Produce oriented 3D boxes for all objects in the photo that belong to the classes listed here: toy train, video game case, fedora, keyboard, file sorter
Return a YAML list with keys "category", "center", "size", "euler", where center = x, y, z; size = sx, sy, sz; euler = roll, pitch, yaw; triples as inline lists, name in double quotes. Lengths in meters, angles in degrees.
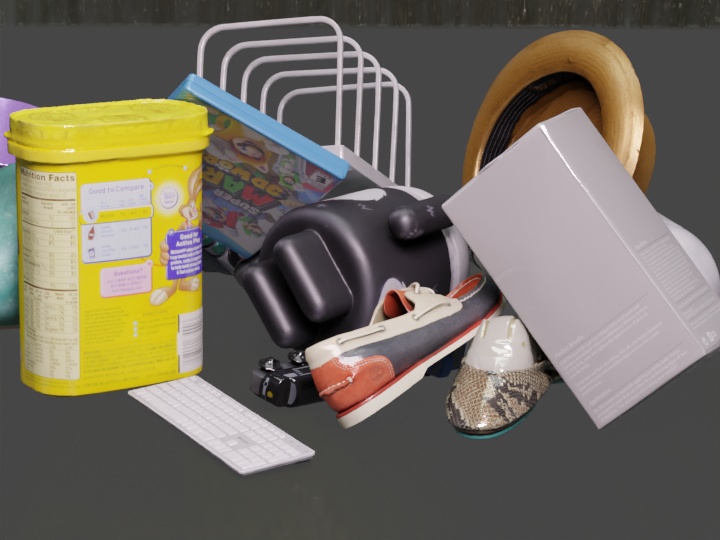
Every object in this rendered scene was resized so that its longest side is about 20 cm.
- category: "toy train"
  center: [0.007, 0.070, 1.616]
  size: [0.199, 0.034, 0.046]
  euler: [-11, 30, -39]
- category: "video game case"
  center: [-0.110, -0.079, 1.731]
  size: [0.142, 0.018, 0.200]
  euler: [29, -27, -14]
- category: "fedora"
  center: [0.162, -0.082, 1.662]
  size: [0.081, 0.202, 0.200]
  euler: [14, 3, -36]
- category: "keyboard"
  center: [-0.100, 0.105, 1.514]
  size: [0.056, 0.011, 0.200]
  euler: [-6, 15, -27]
- category: "file sorter"
  center: [-0.044, -0.124, 1.855]
  size: [0.137, 0.126, 0.200]
  euler: [-2, -12, 19]

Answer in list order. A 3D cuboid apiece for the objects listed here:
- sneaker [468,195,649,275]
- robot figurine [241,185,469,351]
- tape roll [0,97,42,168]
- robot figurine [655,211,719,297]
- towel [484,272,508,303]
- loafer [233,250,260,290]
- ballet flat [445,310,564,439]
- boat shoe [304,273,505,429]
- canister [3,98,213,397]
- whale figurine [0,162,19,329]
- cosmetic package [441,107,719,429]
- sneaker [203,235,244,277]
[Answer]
- category: "sneaker"
  center: [0.171, -0.024, 1.870]
  size: [0.198, 0.076, 0.088]
  euler: [-6, 34, -24]
- category: "robot figurine"
  center: [-0.002, -0.001, 1.713]
  size: [0.149, 0.126, 0.199]
  euler: [11, 17, 38]
- category: "tape roll"
  center: [-0.322, -0.071, 1.875]
  size: [0.198, 0.066, 0.201]
  euler: [2, -27, 1]
- category: "robot figurine"
  center: [0.212, 0.009, 1.713]
  size: [0.168, 0.114, 0.200]
  euler: [8, 12, -15]
- category: "towel"
  center: [0.208, 0.012, 1.901]
  size: [0.198, 0.031, 0.149]
  euler: [5, 16, 6]
- category: "loafer"
  center: [-0.016, -0.013, 1.895]
  size: [0.198, 0.073, 0.063]
  euler: [-9, 10, -27]
- category: "ballet flat"
  center: [0.115, 0.060, 1.577]
  size: [0.067, 0.076, 0.200]
  euler: [8, 16, 26]
- category: "boat shoe"
  center: [0.034, 0.043, 1.570]
  size: [0.071, 0.063, 0.200]
  euler: [-33, 1, 45]
- category: "canister"
  center: [-0.184, -0.017, 1.610]
  size: [0.147, 0.202, 0.086]
  euler: [-7, 16, -32]
- category: "whale figurine"
  center: [-0.262, -0.009, 1.657]
  size: [0.103, 0.160, 0.200]
  euler: [-28, 7, 39]
- category: "cosmetic package"
  center: [0.162, -0.003, 1.543]
  size: [0.107, 0.201, 0.090]
  euler: [-37, -9, 30]
- category: "sneaker"
  center: [-0.164, -0.056, 1.895]
  size: [0.087, 0.200, 0.075]
  euler: [-1, 51, 38]
